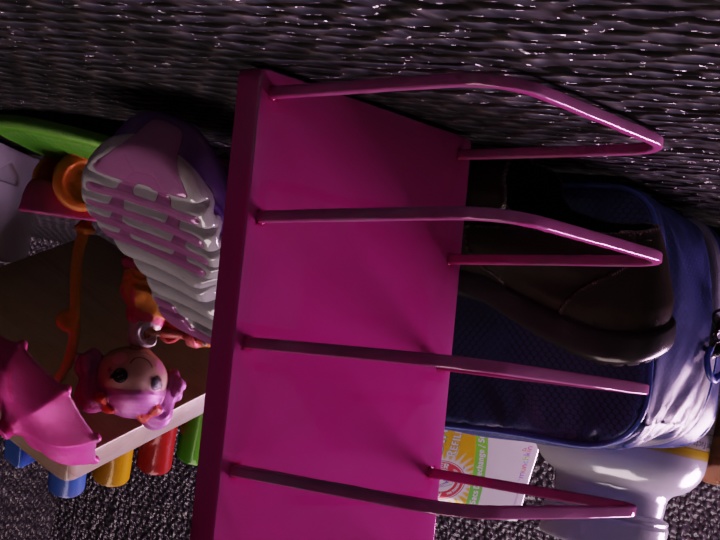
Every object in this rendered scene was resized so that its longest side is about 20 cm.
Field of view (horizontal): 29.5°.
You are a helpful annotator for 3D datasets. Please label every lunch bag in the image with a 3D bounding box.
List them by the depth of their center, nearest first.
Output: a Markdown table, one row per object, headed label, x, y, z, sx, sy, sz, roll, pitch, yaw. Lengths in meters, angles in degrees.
| label | x | y | z | sx | sy | sz | roll | pitch | yaw |
| --- | --- | --- | --- | --- | --- | --- | --- | --- | --- |
| lunch bag | 0.110 | 0.025 | 0.747 | 0.198 | 0.138 | 0.132 | 6 | 177 | 31 |

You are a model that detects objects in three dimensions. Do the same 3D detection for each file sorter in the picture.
| label | x | y | z | sx | sy | sz | roll | pitch | yaw |
| --- | --- | --- | --- | --- | --- | --- | --- | --- | --- |
| file sorter | 0.033 | 0.036 | 0.516 | 0.124 | 0.203 | 0.138 | 2 | 175 | 40 |

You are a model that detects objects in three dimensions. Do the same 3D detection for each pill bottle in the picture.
| label | x | y | z | sx | sy | sz | roll | pitch | yaw |
| --- | --- | --- | --- | --- | --- | --- | --- | --- | --- |
| pill bottle | 0.174 | 0.075 | 0.873 | 0.110 | 0.203 | 0.112 | 13 | 176 | 1 |

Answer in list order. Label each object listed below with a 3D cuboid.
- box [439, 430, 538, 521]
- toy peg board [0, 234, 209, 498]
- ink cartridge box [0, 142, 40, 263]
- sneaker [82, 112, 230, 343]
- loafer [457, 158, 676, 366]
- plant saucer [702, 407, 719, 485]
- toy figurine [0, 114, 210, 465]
| label | x | y | z | sx | sy | sz | roll | pitch | yaw |
| --- | --- | --- | --- | --- | --- | --- | --- | --- | --- |
| box | 0.091 | 0.081 | 1.068 | 0.100 | 0.202 | 0.113 | 8 | -150 | -7 |
| toy peg board | -0.200 | 0.084 | 0.967 | 0.199 | 0.099 | 0.198 | 30 | -147 | 28 |
| ink cartridge box | -0.348 | -0.061 | 0.980 | 0.197 | 0.086 | 0.145 | 7 | 178 | 7 |
| sneaker | -0.076 | -0.032 | 0.702 | 0.080 | 0.089 | 0.201 | 26 | 161 | 18 |
| loafer | 0.066 | -0.025 | 0.649 | 0.198 | 0.072 | 0.073 | 24 | -154 | 30 |
| plant saucer | 0.292 | 0.064 | 0.903 | 0.032 | 0.200 | 0.200 | 52 | 171 | -6 |
| toy figurine | -0.146 | 0.025 | 0.821 | 0.198 | 0.187 | 0.150 | 16 | 176 | -27 |
